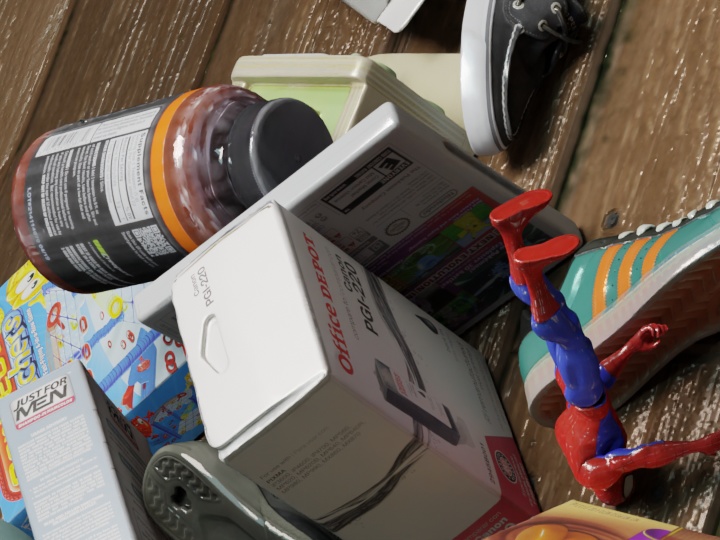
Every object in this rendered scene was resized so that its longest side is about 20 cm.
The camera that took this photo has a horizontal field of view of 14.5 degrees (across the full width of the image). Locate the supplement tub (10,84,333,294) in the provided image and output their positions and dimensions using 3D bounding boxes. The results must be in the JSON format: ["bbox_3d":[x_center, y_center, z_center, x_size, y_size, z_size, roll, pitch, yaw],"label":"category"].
[{"bbox_3d":[-0.107,-0.050,1.671,0.199,0.107,0.107,-11,56,42],"label":"supplement tub"}]

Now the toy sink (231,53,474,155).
[{"bbox_3d":[-0.018,-0.068,1.754,0.130,0.112,0.201,6,68,48],"label":"toy sink"}]

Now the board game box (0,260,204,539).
[{"bbox_3d":[-0.168,0.052,1.872,0.196,0.056,0.200,-42,40,17],"label":"board game box"}]

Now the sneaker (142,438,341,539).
[{"bbox_3d":[-0.023,0.163,1.628,0.199,0.114,0.076,40,122,25],"label":"sneaker"}]

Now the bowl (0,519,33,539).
[{"bbox_3d":[-0.256,0.227,1.756,0.201,0.201,0.105,-41,21,18],"label":"bowl"}]

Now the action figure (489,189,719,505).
[{"bbox_3d":[0.137,0.043,1.477,0.099,0.201,0.065,-19,39,-4],"label":"action figure"}]

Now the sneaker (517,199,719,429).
[{"bbox_3d":[0.161,0.002,1.549,0.200,0.071,0.080,-37,46,25],"label":"sneaker"}]

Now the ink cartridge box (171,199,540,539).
[{"bbox_3d":[-0.002,0.073,1.565,0.085,0.200,0.146,-39,41,19],"label":"ink cartridge box"}]

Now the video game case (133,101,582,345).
[{"bbox_3d":[0.000,0.000,1.630,0.200,0.182,0.023,-37,48,22],"label":"video game case"}]

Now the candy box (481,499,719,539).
[{"bbox_3d":[0.138,0.174,1.412,0.200,0.116,0.057,9,112,50],"label":"candy box"}]

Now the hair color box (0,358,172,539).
[{"bbox_3d":[-0.145,0.161,1.646,0.060,0.099,0.200,-27,50,6],"label":"hair color box"}]

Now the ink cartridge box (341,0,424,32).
[{"bbox_3d":[0.004,-0.236,1.850,0.116,0.067,0.200,-53,24,3],"label":"ink cartridge box"}]

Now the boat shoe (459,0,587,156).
[{"bbox_3d":[0.108,-0.160,1.732,0.066,0.070,0.201,0,57,21],"label":"boat shoe"}]
